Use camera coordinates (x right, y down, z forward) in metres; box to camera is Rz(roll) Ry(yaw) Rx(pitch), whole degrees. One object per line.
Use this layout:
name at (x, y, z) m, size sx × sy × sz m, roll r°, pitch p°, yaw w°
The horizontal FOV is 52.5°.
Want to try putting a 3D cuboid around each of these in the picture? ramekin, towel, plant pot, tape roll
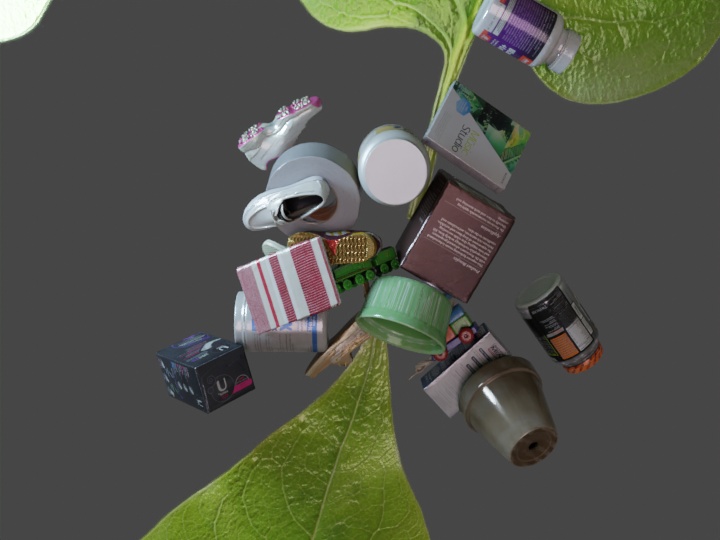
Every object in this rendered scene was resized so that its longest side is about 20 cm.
ramekin at (0.095, 0.091, 1.516) m, size 0.197 × 0.200 × 0.099 m, roll 22°, pitch 72°, yaw -6°
towel at (-0.145, 0.031, 1.479) m, size 0.197 × 0.023 × 0.147 m, roll -20°, pitch 88°, yaw 17°
plant pot at (0.335, 0.318, 1.585) m, size 0.196 × 0.174 × 0.203 m, roll -11°, pitch 126°, yaw -15°
tape roll at (-0.096, -0.157, 1.511) m, size 0.195 × 0.067 × 0.204 m, roll 2°, pitch 124°, yaw 2°

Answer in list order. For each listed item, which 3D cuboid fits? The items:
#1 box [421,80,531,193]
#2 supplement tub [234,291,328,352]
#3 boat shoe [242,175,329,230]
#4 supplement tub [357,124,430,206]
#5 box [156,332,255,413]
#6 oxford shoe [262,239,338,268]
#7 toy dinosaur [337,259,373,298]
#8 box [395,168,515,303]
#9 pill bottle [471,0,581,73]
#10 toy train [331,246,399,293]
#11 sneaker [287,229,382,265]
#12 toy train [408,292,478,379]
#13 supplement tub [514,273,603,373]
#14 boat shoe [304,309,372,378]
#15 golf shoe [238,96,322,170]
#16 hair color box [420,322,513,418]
box at (0.239, -0.273, 1.499) m, size 0.198 × 0.036 × 0.146 m, roll 31°, pitch 75°, yaw -11°
supplement tub at (-0.167, 0.110, 1.580) m, size 0.195 × 0.132 × 0.135 m, roll 0°, pitch 106°, yaw -2°
boat shoe at (-0.151, -0.122, 1.457) m, size 0.196 × 0.066 × 0.073 m, roll -17°, pitch 123°, yaw 15°
supplement tub at (0.065, -0.210, 1.459) m, size 0.141 × 0.200 × 0.148 m, roll 0°, pitch 106°, yaw -1°
box at (-0.332, 0.214, 1.559) m, size 0.121 × 0.198 × 0.108 m, roll -24°, pitch 108°, yaw -34°
oxford shoe at (-0.121, -0.016, 1.588) m, size 0.197 × 0.058 × 0.076 m, roll 26°, pitch 148°, yaw 0°
toy dinosaur at (-0.025, -0.021, 1.555) m, size 0.199 × 0.102 × 0.058 m, roll 40°, pitch 142°, yaw -17°
box at (0.190, -0.076, 1.516) m, size 0.164 × 0.165 × 0.202 m, roll 28°, pitch 104°, yaw -9°
pill bottle at (0.328, -0.472, 1.437) m, size 0.197 × 0.112 × 0.113 m, roll 27°, pitch 104°, yaw -7°
toy train at (0.000, 0.000, 1.527) m, size 0.197 × 0.042 × 0.057 m, roll -22°, pitch 90°, yaw -33°
sneaker at (-0.052, -0.046, 1.499) m, size 0.196 × 0.090 × 0.077 m, roll 3°, pitch 98°, yaw 19°
toy train at (0.155, 0.143, 1.625) m, size 0.198 × 0.085 × 0.117 m, roll -35°, pitch 89°, yaw 13°
supplement tub at (0.436, 0.118, 1.593) m, size 0.122 × 0.123 × 0.201 m, roll -35°, pitch 103°, yaw 9°
boat shoe at (-0.040, 0.179, 1.630) m, size 0.069 × 0.074 × 0.200 m, roll 44°, pitch 101°, yaw -7°
golf shoe at (-0.154, -0.284, 1.511) m, size 0.197 × 0.076 × 0.092 m, roll -29°, pitch 115°, yaw 13°
hair color box at (0.241, 0.226, 1.652) m, size 0.200 × 0.061 × 0.100 m, roll -42°, pitch 104°, yaw 10°
